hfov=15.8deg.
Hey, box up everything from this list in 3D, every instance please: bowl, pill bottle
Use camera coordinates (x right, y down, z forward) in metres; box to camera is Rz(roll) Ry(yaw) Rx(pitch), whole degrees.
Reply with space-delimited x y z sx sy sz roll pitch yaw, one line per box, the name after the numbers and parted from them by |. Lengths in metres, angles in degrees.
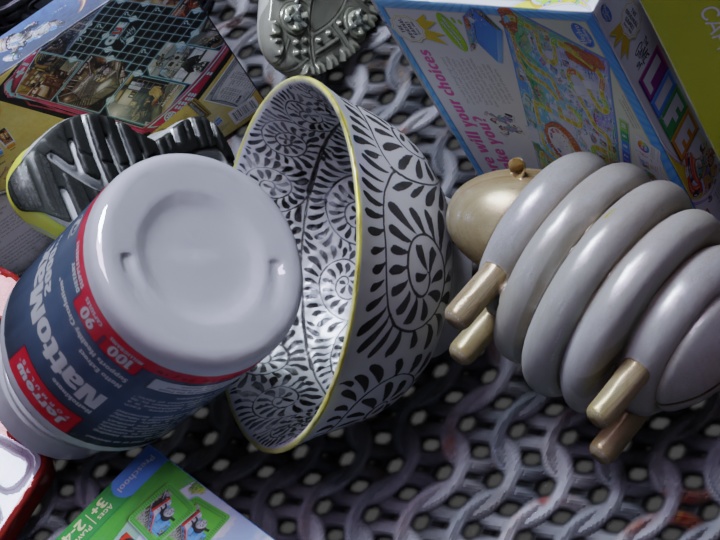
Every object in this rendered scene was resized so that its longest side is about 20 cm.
0.000 0.000 1.385 0.094 0.201 0.201 4 38 -23 | bowl
-0.124 0.029 1.385 0.200 0.120 0.120 -40 25 54 | pill bottle

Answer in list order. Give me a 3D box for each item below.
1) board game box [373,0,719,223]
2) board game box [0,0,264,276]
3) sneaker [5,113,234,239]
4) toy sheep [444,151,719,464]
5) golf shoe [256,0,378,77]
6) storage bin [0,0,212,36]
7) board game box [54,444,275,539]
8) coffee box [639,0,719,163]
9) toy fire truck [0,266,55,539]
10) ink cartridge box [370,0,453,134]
0.105 -0.082 1.341 0.134 0.200 0.034 8 57 36 | board game box
-0.171 -0.095 1.570 0.200 0.136 0.035 -34 42 0 | board game box
-0.149 -0.039 1.501 0.090 0.200 0.078 -24 81 27 | sneaker
0.127 0.015 1.298 0.200 0.138 0.138 36 74 17 | toy sheep
-0.039 -0.185 1.634 0.097 0.078 0.200 -23 35 37 | golf shoe
-0.197 -0.220 1.731 0.135 0.094 0.200 -32 43 2 | storage bin
-0.099 0.192 1.340 0.151 0.037 0.200 -46 45 -13 | board game box
0.253 -0.169 1.329 0.200 0.200 0.198 -18 45 16 | coffee box
-0.245 0.088 1.489 0.168 0.112 0.200 26 64 15 | toy fire truck
0.085 -0.167 1.430 0.145 0.200 0.084 2 54 33 | ink cartridge box
